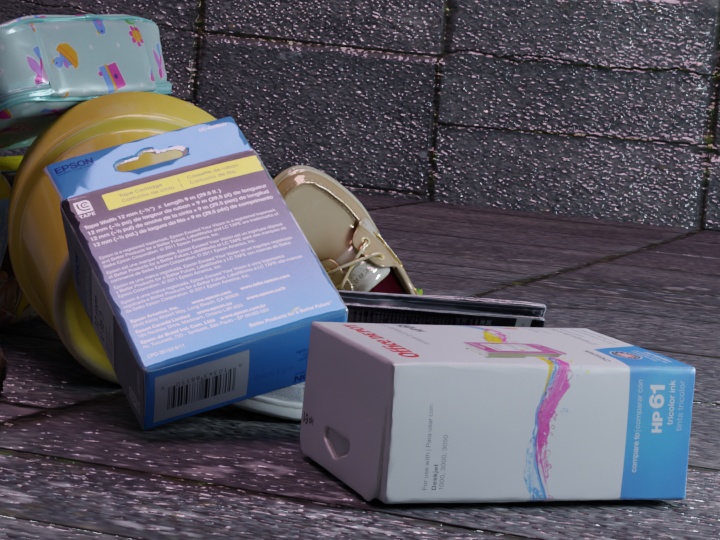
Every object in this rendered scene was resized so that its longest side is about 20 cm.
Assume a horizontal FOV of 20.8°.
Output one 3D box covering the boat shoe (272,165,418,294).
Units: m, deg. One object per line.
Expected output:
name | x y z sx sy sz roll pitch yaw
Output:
boat shoe | 0.000 0.000 1.559 0.200 0.074 0.069 50 -3 -28

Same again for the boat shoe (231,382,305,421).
boat shoe | -0.015 0.067 1.343 0.200 0.066 0.074 4 6 -6

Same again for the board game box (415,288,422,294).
board game box | -0.048 0.036 1.689 0.198 0.048 0.102 5 7 4

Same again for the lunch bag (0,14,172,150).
lunch bag | -0.258 -0.144 1.572 0.160 0.078 0.199 -22 -8 38

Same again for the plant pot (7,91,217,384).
plant pot | -0.164 -0.010 1.454 0.198 0.203 0.189 3 22 -9

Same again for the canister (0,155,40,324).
canister | -0.288 -0.024 1.603 0.086 0.150 0.199 31 22 28

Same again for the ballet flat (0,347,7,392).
ballet flat | -0.324 0.049 1.364 0.198 0.047 0.067 9 7 34

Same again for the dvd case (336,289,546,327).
dvd case | 0.026 0.052 1.411 0.198 0.016 0.149 5 -25 -1

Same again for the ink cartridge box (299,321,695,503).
ink cartridge box | 0.078 0.083 1.172 0.198 0.086 0.144 1 7 -22

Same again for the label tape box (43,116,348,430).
label tape box | -0.113 -0.003 1.303 0.142 0.067 0.201 -16 48 -20
